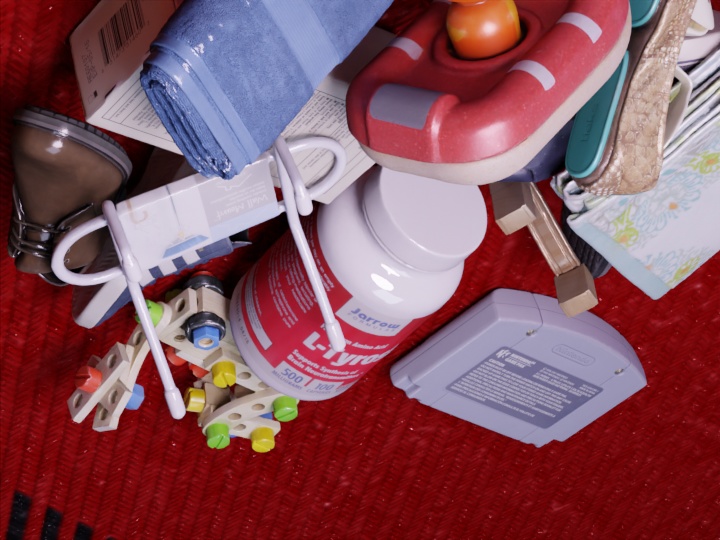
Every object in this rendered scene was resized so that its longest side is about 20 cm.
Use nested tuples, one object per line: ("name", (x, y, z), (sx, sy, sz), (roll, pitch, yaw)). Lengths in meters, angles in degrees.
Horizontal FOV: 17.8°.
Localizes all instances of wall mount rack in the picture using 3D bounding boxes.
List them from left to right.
("wall mount rack", (-0.087, 0.001, 1.454), (0.198, 0.075, 0.174), (-22, 147, -7))

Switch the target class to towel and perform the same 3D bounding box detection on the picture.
("towel", (-0.045, -0.155, 1.333), (0.200, 0.048, 0.112), (-50, 142, -16))
("towel", (0.229, -0.066, 1.550), (0.171, 0.048, 0.200), (-37, 152, 11))

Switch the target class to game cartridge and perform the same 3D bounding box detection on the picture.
("game cartridge", (0.134, 0.077, 1.844), (0.133, 0.042, 0.199), (-40, 140, 25))

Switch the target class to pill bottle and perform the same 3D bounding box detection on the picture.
("pill bottle", (0.000, 0.000, 1.583), (0.111, 0.113, 0.200), (7, 149, -30))

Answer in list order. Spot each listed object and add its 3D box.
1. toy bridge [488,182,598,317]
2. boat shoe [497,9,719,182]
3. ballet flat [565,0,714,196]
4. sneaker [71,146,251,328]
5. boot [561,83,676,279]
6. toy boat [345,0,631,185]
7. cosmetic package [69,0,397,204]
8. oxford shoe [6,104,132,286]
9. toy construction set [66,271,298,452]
("toy bridge", (0.104, -0.055, 1.607), (0.027, 0.068, 0.200), (-28, 125, 18))
("boat shoe", (0.148, -0.115, 1.513), (0.198, 0.075, 0.093), (-7, 118, -3))
("ballet flat", (0.183, -0.141, 1.442), (0.065, 0.070, 0.202), (16, 93, -29))
("sneaker", (-0.123, -0.022, 1.550), (0.084, 0.075, 0.200), (19, 134, -28))
("boot", (0.229, -0.065, 1.655), (0.131, 0.070, 0.200), (-8, 150, -22))
("toy boat", (0.073, -0.152, 1.371), (0.130, 0.200, 0.131), (13, 135, 36))
("cosmetic package", (-0.070, -0.121, 1.438), (0.199, 0.074, 0.103), (18, 134, -40))
("oxford shoe", (-0.187, -0.040, 1.443), (0.072, 0.085, 0.200), (18, 160, 8))
("toy construction set", (-0.120, 0.071, 1.687), (0.131, 0.093, 0.199), (-34, 151, 32))
